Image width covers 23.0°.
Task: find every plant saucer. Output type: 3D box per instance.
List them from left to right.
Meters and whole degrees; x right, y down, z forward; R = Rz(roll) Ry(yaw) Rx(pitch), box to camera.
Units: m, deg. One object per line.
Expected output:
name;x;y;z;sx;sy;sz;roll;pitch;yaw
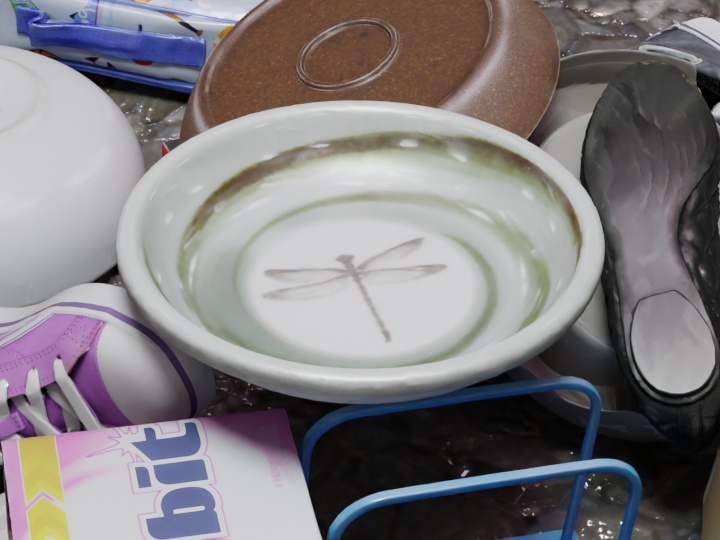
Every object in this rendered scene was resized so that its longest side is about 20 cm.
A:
plant saucer;-0.003;-0.096;0.870;0.199;0.035;0.201;-14;41;12
plant saucer;0.000;0.000;0.731;0.198;0.051;0.201;0;36;0

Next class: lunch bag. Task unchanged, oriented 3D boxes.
lunch bag;-0.130;-0.173;1.055;0.198;0.076;0.161;10;44;4

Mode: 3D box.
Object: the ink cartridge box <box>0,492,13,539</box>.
ink cartridge box;-0.153;0.180;0.681;0.199;0.045;0.176;-22;48;-27

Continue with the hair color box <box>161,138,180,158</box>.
hair color box;0.006;-0.040;0.929;0.199;0.062;0.102;-16;46;-23

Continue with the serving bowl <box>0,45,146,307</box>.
serving bowl;-0.208;-0.064;0.920;0.198;0.066;0.201;5;37;-4

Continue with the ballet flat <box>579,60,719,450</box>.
ballet flat;0.135;-0.013;0.812;0.066;0.057;0.201;-3;57;8

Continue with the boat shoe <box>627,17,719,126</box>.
boat shoe;0.221;-0.079;0.986;0.067;0.072;0.200;-19;45;-28

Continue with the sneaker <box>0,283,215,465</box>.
sneaker;-0.156;0.068;0.752;0.200;0.073;0.114;-6;31;40

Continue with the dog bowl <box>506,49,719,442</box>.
dog bowl;0.138;-0.008;0.863;0.199;0.059;0.201;6;63;-12

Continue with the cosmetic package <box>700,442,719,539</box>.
cosmetic package;0.180;0.077;0.691;0.071;0.106;0.200;19;8;10

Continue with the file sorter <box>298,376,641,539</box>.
file sorter;0.058;0.154;0.674;0.138;0.123;0.201;-6;43;-14

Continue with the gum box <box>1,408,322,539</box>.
gum box;-0.064;0.149;0.642;0.113;0.066;0.201;-5;43;-14
